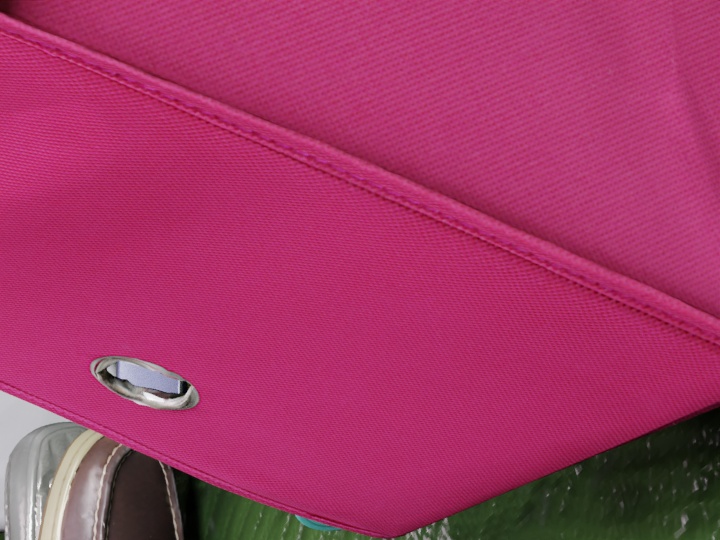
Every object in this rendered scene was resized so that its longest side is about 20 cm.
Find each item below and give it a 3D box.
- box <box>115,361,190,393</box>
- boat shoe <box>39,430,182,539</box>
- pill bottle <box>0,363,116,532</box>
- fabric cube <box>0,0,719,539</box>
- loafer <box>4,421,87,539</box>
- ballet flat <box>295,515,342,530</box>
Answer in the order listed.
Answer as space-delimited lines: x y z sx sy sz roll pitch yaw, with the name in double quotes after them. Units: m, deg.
-0.056 -0.001 0.884 0.200 0.032 0.121 60 -149 -80 "box"
-0.083 0.163 1.047 0.072 0.072 0.200 -5 82 40 "boat shoe"
-0.193 0.071 1.221 0.200 0.112 0.112 162 103 -65 "pill bottle"
-0.004 -0.070 0.624 0.199 0.196 0.200 -31 39 61 "fabric cube"
-0.127 0.164 1.119 0.070 0.070 0.200 -2 96 47 "loafer"
0.000 0.000 0.848 0.200 0.073 0.073 106 149 -42 "ballet flat"
